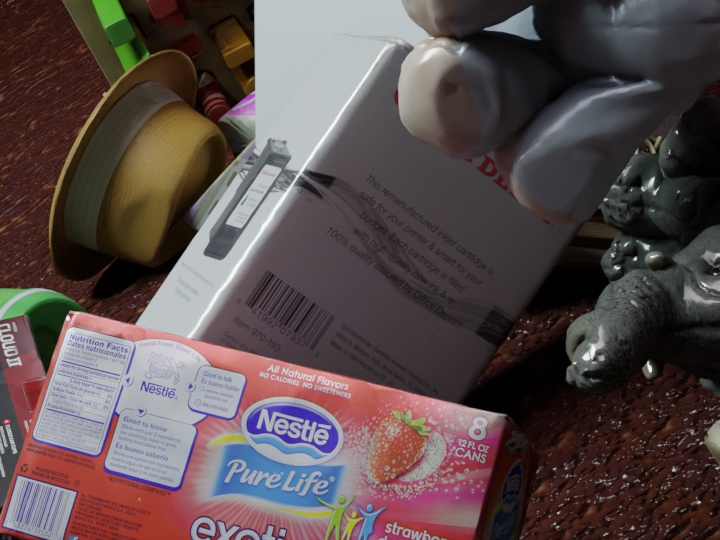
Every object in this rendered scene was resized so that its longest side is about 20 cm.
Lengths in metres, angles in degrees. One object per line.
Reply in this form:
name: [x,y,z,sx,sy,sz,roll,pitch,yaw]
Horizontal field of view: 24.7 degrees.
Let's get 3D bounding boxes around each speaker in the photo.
speaker: [-0.274,0.054,1.196,0.199,0.089,0.088,0,35,48]

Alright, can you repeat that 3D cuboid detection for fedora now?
fedora: [-0.162,-0.070,1.292,0.082,0.201,0.201,27,47,15]

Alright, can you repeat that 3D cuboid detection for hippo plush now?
hippo plush: [0.105,-0.137,0.751,0.200,0.160,0.161,-33,18,16]

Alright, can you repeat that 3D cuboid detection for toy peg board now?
toy peg board: [-0.142,-0.215,1.504,0.199,0.200,0.098,-28,40,-2]

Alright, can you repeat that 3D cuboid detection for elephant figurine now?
elephant figurine: [0.178,0.011,0.730,0.155,0.142,0.200,-38,14,12]

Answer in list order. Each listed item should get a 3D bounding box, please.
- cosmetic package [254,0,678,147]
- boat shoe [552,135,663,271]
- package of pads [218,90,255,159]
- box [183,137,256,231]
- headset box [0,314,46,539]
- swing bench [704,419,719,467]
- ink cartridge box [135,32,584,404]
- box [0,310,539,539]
cosmetic package: [0.066,-0.137,1.063,0.199,0.124,0.199,-5,6,-38]
boat shoe: [0.141,-0.044,0.921,0.199,0.074,0.076,-7,29,11]
package of pads: [-0.002,-0.138,1.319,0.154,0.068,0.200,-40,26,-27]
box: [-0.060,-0.088,1.216,0.200,0.039,0.041,-42,10,41]
headset box: [-0.222,0.106,0.800,0.199,0.078,0.149,-12,36,-17]
swing bench: [0.093,0.170,0.491,0.199,0.130,0.199,-24,22,-6]
ink cartridge box: [0.000,0.000,0.838,0.200,0.145,0.083,-56,24,-3]
box: [-0.035,0.093,0.691,0.199,0.095,0.100,12,78,18]
